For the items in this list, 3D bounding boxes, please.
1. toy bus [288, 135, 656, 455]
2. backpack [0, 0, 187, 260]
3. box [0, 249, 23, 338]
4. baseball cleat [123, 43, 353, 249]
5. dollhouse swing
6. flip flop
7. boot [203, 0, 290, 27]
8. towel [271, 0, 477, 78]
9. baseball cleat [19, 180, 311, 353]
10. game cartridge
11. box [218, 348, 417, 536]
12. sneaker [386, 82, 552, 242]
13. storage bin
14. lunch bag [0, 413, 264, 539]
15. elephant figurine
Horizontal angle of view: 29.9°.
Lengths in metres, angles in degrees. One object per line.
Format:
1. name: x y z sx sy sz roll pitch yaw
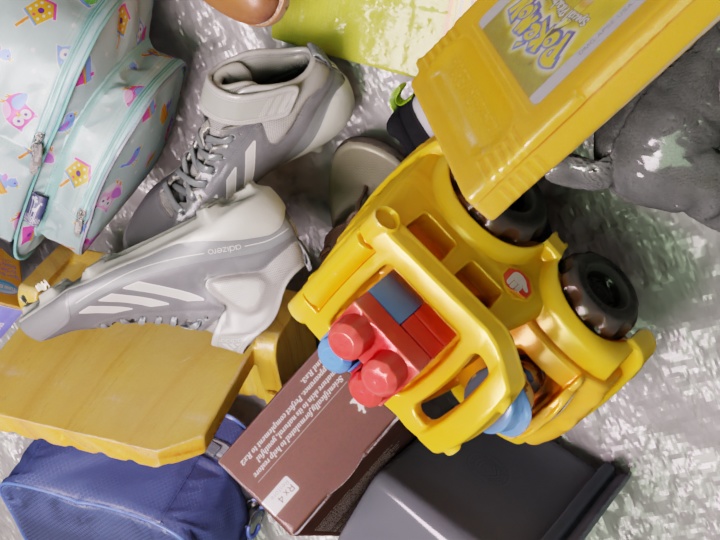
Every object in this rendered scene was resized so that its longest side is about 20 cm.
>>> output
1. toy bus: 0.058 0.040 0.813 0.200 0.192 0.136 45 126 1
2. backpack: -0.209 -0.123 0.944 0.153 0.176 0.201 20 123 4
3. box: -0.310 0.001 1.048 0.119 0.041 0.201 -43 48 32
4. baseball cleat: -0.101 -0.085 0.928 0.200 0.106 0.070 -40 54 3
5. dollhouse swing: -0.153 0.094 0.978 0.199 0.176 0.182 11 144 14
6. flip flop: 0.000 0.000 0.980 0.081 0.058 0.201 19 119 14
7. boot: -0.142 -0.219 0.839 0.077 0.155 0.200 -33 96 32
8. towel: 0.036 -0.175 0.913 0.199 0.018 0.086 17 113 16
9. baseball cleat: -0.128 0.022 0.894 0.199 0.070 0.107 -26 98 14
10. game cartridge: 0.119 -0.142 0.775 0.200 0.177 0.032 -42 120 14
11. box: -0.021 0.123 0.919 0.075 0.200 0.100 41 85 11
12. sneaker: 0.074 -0.039 0.927 0.083 0.072 0.201 -8 110 33
13. storage bin: 0.079 0.185 0.962 0.134 0.200 0.146 37 123 16
14. lunch bag: -0.167 0.170 1.082 0.199 0.133 0.136 13 142 16
15. elephant figurine: 0.224 -0.131 0.785 0.141 0.155 0.201 28 125 15
